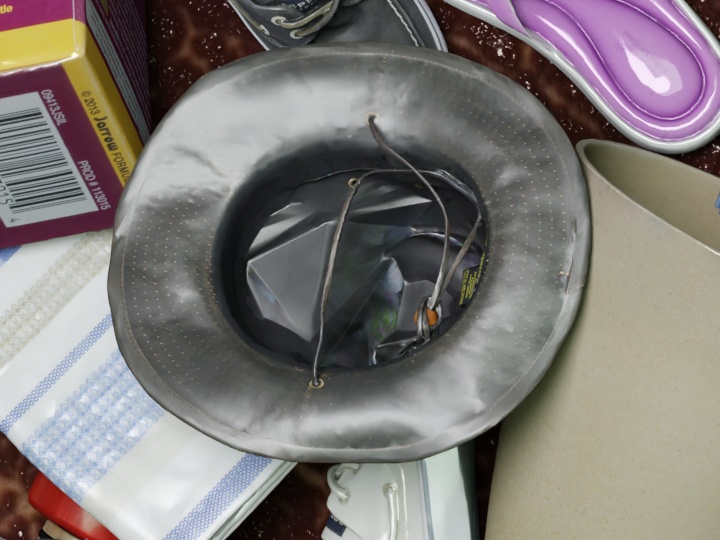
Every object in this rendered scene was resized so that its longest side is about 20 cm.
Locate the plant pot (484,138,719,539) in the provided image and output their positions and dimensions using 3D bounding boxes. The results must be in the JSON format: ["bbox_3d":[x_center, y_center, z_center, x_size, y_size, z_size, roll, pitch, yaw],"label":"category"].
[{"bbox_3d":[0.131,0.075,1.145,0.187,0.187,0.200,28,103,8],"label":"plant pot"}]

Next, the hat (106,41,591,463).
[{"bbox_3d":[0.000,0.000,1.125,0.200,0.081,0.201,-4,71,11],"label":"hat"}]

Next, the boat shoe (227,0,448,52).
[{"bbox_3d":[-0.033,-0.135,1.185,0.070,0.066,0.200,-39,110,7],"label":"boat shoe"}]

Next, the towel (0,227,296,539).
[{"bbox_3d":[-0.100,0.024,1.180,0.200,0.024,0.147,39,75,16],"label":"towel"}]

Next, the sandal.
[{"bbox_3d":[0.088,-0.135,1.214,0.202,0.050,0.083,38,91,8],"label":"sandal"}]

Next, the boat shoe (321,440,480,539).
[{"bbox_3d":[0.016,0.105,1.201,0.070,0.071,0.201,-5,91,7],"label":"boat shoe"}]

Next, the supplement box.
[{"bbox_3d":[-0.154,-0.128,1.166,0.103,0.131,0.201,-10,58,7],"label":"supplement box"}]

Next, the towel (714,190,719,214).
[{"bbox_3d":[0.223,-0.077,1.145,0.111,0.049,0.200,24,49,-1],"label":"towel"}]

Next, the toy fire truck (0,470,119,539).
[{"bbox_3d":[-0.107,0.160,1.158,0.200,0.168,0.112,28,89,7],"label":"toy fire truck"}]
